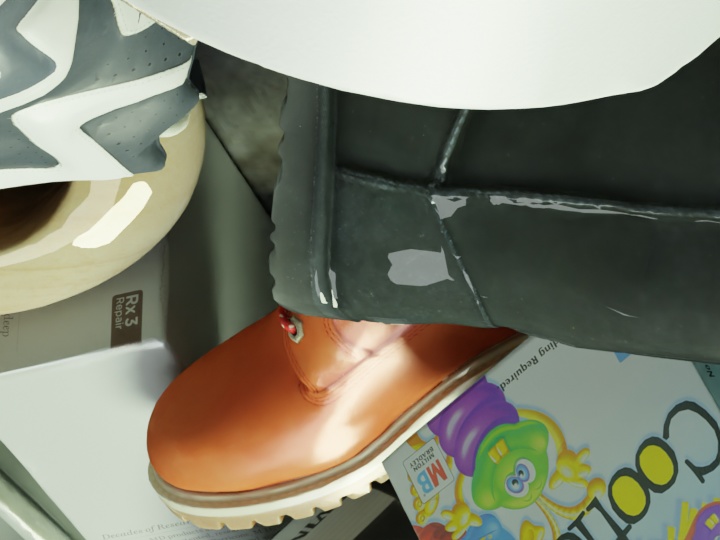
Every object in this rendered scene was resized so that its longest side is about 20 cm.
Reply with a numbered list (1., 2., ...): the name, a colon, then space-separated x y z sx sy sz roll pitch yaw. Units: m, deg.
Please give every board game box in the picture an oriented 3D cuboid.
1. board game box: 0.119 0.078 0.878 0.105 0.103 0.200 -41 150 24

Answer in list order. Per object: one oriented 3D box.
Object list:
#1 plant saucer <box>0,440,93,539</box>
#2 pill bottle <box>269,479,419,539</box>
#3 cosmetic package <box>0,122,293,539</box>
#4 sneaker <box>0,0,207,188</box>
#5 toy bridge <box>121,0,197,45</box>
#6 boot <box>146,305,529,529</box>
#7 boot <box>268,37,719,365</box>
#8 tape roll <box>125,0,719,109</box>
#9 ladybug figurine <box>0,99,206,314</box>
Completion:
1. plant saucer: -0.149 0.054 1.088 0.200 0.050 0.200 39 167 11
2. pill bottle: 0.050 0.087 1.004 0.106 0.200 0.106 35 151 23
3. cosmetic package: -0.061 0.040 1.035 0.081 0.113 0.200 -14 140 18
4. sneaker: -0.113 -0.048 0.853 0.129 0.080 0.199 4 151 -41
5. toy bridge: -0.059 -0.104 0.782 0.067 0.200 0.027 31 102 -28
6. boot: 0.000 0.000 0.886 0.200 0.075 0.107 -31 123 19
7. boot: 0.081 -0.056 0.763 0.199 0.165 0.066 6 -168 21
8. tape roll: 0.007 -0.126 0.692 0.202 0.203 0.071 13 129 -7
9. ladybug figurine: -0.147 -0.056 0.929 0.199 0.072 0.136 9 110 -2
